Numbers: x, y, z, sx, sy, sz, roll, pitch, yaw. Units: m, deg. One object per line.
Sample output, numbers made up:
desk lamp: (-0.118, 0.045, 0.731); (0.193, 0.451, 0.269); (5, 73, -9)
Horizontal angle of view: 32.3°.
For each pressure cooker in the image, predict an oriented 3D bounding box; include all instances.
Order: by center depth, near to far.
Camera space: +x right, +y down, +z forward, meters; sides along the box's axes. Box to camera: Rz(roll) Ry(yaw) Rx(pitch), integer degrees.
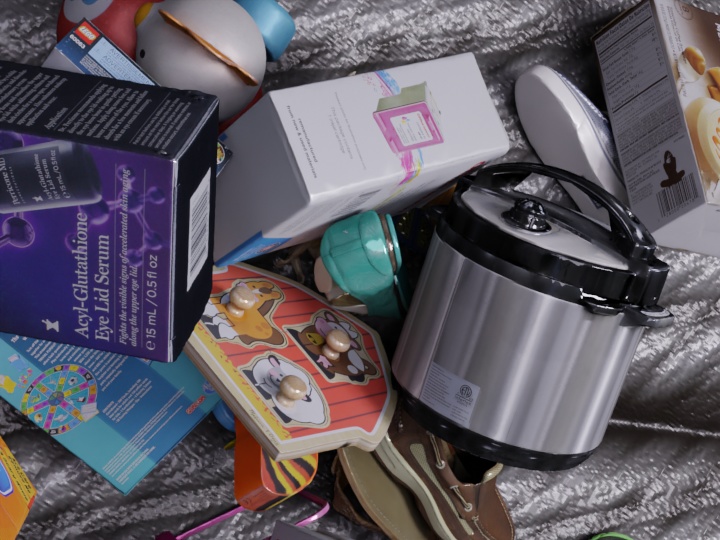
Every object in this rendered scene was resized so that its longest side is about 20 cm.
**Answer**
pressure cooker: (0.127, 0.025, 0.919); (0.174, 0.179, 0.202); (14, 107, -7)

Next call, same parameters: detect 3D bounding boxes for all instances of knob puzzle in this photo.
knob puzzle: (-0.045, 0.052, 0.924); (0.218, 0.220, 0.031); (27, 116, -15)

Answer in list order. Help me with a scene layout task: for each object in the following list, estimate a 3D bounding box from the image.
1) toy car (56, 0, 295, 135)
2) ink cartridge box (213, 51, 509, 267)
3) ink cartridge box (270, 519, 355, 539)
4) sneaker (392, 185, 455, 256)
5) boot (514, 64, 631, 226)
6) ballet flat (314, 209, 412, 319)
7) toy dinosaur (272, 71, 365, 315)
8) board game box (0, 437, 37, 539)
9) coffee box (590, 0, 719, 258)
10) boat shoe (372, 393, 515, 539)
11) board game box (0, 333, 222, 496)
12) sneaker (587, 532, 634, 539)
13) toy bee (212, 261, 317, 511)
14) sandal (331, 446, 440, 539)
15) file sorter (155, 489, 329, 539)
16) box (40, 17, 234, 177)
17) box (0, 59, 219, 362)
toy car: (-0.138, -0.165, 0.923); (0.176, 0.200, 0.185); (36, 79, -13)
ink cartridge box: (-0.010, -0.083, 0.924); (0.199, 0.144, 0.085); (-16, 82, -38)
ink cartridge box: (-0.003, 0.290, 0.846); (0.143, 0.145, 0.202); (19, 81, -20)
sneaker: (0.093, -0.042, 1.065); (0.199, 0.088, 0.076); (37, 115, 7)
boot: (0.219, -0.111, 1.110); (0.090, 0.073, 0.201); (-40, 105, -25)
ballet flat: (0.000, 0.000, 0.966); (0.070, 0.200, 0.068); (-14, 76, 3)
toy dinosaur: (-0.041, -0.059, 1.038); (0.100, 0.058, 0.203); (-9, 95, -33)
board game box: (-0.366, 0.147, 0.829); (0.199, 0.200, 0.201); (-32, 98, -3)
coffee box: (0.281, -0.122, 1.065); (0.113, 0.080, 0.202); (10, 61, -34)
boat shoe: (0.084, 0.172, 1.018); (0.202, 0.074, 0.075); (48, 37, -36)
board game box: (-0.204, 0.054, 0.940); (0.200, 0.047, 0.151); (41, 114, -12)
sneaker: (0.180, 0.310, 1.076); (0.077, 0.084, 0.200); (43, 78, -12)
toy bee: (-0.058, 0.092, 0.995); (0.108, 0.130, 0.202); (15, 73, -41)
sandal: (0.011, 0.194, 1.031); (0.212, 0.069, 0.078); (52, 37, -31)
file sorter: (-0.060, 0.287, 0.974); (0.124, 0.139, 0.202); (-22, 95, -18)
box: (-0.195, -0.078, 0.907); (0.136, 0.200, 0.038); (42, 51, -13)
box: (-0.198, -0.043, 0.802); (0.198, 0.105, 0.149); (9, 120, 6)
